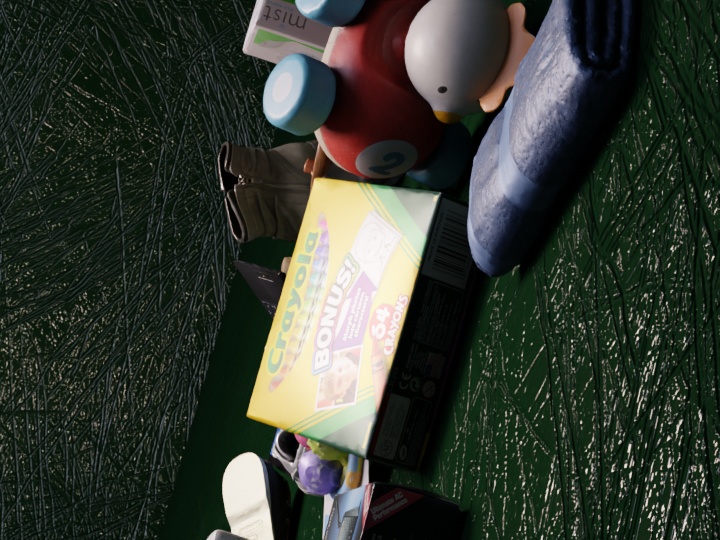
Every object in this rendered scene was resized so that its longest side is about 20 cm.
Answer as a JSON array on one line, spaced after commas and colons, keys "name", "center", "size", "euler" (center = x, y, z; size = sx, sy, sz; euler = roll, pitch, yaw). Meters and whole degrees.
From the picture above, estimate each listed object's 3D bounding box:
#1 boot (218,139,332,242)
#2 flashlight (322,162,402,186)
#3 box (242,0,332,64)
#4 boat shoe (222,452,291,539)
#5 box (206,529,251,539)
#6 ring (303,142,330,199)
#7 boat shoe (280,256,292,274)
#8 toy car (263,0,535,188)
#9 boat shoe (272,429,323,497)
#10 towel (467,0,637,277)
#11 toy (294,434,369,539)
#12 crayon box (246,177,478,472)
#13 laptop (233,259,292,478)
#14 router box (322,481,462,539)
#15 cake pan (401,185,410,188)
[{"name": "boot", "center": [-0.070, -0.039, 1.722], "size": [0.068, 0.130, 0.201], "euler": [-46, 59, 54]}, {"name": "flashlight", "center": [0.021, -0.110, 1.523], "size": [0.068, 0.067, 0.200], "euler": [-63, -8, 29]}, {"name": "box", "center": [0.004, -0.275, 1.706], "size": [0.097, 0.199, 0.178], "euler": [138, 149, -74]}, {"name": "boat shoe", "center": [-0.103, 0.289, 1.763], "size": [0.073, 0.063, 0.203], "euler": [-20, 53, 26]}, {"name": "box", "center": [-0.094, 0.332, 1.343], "size": [0.200, 0.130, 0.200], "euler": [126, 160, -65]}, {"name": "ring", "center": [-0.010, -0.145, 1.513], "size": [0.200, 0.019, 0.202], "euler": [19, -90, -81]}, {"name": "boat shoe", "center": [-0.048, 0.039, 1.882], "size": [0.200, 0.064, 0.073], "euler": [76, -158, -69]}, {"name": "toy car", "center": [0.061, -0.153, 1.343], "size": [0.199, 0.183, 0.178], "euler": [14, 87, 54]}, {"name": "boat shoe", "center": [-0.045, 0.163, 1.582], "size": [0.200, 0.068, 0.073], "euler": [140, 147, -75]}, {"name": "towel", "center": [0.115, -0.093, 1.101], "size": [0.201, 0.048, 0.112], "euler": [116, 167, -48]}, {"name": "toy", "center": [-0.028, 0.126, 1.417], "size": [0.115, 0.047, 0.202], "euler": [169, 106, -73]}, {"name": "crayon box", "center": [0.003, 0.037, 1.318], "size": [0.172, 0.058, 0.202], "euler": [10, 83, 54]}, {"name": "laptop", "center": [-0.087, 0.102, 1.754], "size": [0.103, 0.201, 0.177], "euler": [-37, 15, -13]}, {"name": "router box", "center": [-0.001, 0.244, 1.134], "size": [0.150, 0.062, 0.202], "euler": [132, 154, -74]}, {"name": "cake pan", "center": [0.025, 0.027, 1.500], "size": [0.200, 0.036, 0.202], "euler": [-163, 90, -82]}]
